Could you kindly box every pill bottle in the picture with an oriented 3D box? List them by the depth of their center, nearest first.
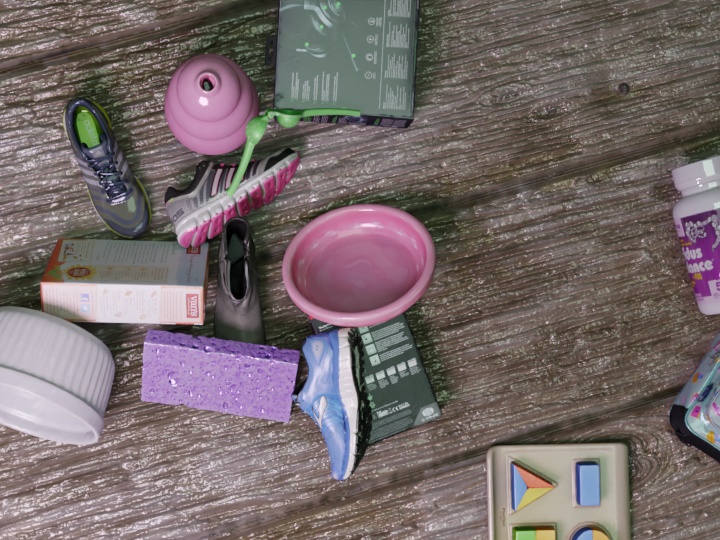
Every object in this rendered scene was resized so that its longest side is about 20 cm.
[{"bbox_3d":[0.483,-0.050,1.571,0.111,0.112,0.202,-15,88,-6],"label":"pill bottle"}]

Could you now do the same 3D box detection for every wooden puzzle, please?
[{"bbox_3d":[0.269,0.327,1.566,0.198,0.046,0.187,-1,87,-5],"label":"wooden puzzle"}]

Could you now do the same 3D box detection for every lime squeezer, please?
[{"bbox_3d":[-0.098,-0.173,1.472,0.199,0.038,0.071,-33,96,-4],"label":"lime squeezer"}]

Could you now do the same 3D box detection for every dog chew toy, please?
[{"bbox_3d":[-0.188,-0.215,1.473,0.123,0.200,0.126,0,88,-5],"label":"dog chew toy"}]

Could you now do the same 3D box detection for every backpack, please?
[{"bbox_3d":[0.530,0.163,1.549,0.175,0.153,0.201,33,78,2],"label":"backpack"}]

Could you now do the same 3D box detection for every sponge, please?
[{"bbox_3d":[-0.181,0.136,1.509,0.198,0.030,0.112,9,131,-5],"label":"sponge"}]

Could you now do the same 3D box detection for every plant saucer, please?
[{"bbox_3d":[0.000,0.000,1.512,0.199,0.051,0.202,-6,47,6],"label":"plant saucer"}]

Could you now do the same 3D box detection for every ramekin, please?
[{"bbox_3d":[-0.399,0.127,1.442,0.199,0.200,0.106,18,65,-4],"label":"ramekin"}]

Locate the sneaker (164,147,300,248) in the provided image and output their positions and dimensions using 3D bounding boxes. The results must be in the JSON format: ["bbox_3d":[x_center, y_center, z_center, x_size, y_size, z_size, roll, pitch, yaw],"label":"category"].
[{"bbox_3d":[-0.173,-0.116,1.532,0.199,0.074,0.088,-34,74,-15],"label":"sneaker"}]

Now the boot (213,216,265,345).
[{"bbox_3d":[-0.159,0.037,1.498,0.067,0.131,0.202,-5,88,-5],"label":"boot"}]

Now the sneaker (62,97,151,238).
[{"bbox_3d":[-0.334,-0.134,1.515,0.073,0.081,0.201,-28,90,-6],"label":"sneaker"}]

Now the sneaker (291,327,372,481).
[{"bbox_3d":[-0.037,0.170,1.484,0.088,0.079,0.202,-1,104,17],"label":"sneaker"}]

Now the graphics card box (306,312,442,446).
[{"bbox_3d":[0.017,0.121,1.551,0.125,0.051,0.202,-21,88,-5],"label":"graphics card box"}]

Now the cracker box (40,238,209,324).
[{"bbox_3d":[-0.293,0.013,1.482,0.198,0.134,0.058,1,115,-4],"label":"cracker box"}]

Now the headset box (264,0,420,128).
[{"bbox_3d":[-0.027,-0.284,1.544,0.198,0.093,0.176,2,88,-5],"label":"headset box"}]
